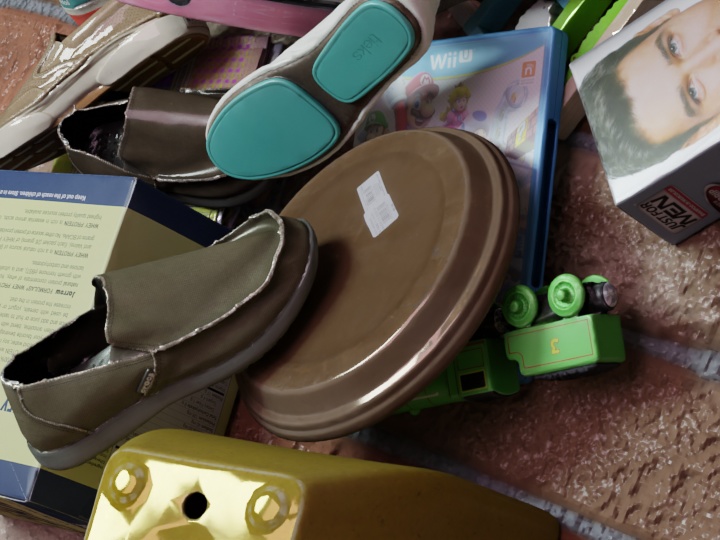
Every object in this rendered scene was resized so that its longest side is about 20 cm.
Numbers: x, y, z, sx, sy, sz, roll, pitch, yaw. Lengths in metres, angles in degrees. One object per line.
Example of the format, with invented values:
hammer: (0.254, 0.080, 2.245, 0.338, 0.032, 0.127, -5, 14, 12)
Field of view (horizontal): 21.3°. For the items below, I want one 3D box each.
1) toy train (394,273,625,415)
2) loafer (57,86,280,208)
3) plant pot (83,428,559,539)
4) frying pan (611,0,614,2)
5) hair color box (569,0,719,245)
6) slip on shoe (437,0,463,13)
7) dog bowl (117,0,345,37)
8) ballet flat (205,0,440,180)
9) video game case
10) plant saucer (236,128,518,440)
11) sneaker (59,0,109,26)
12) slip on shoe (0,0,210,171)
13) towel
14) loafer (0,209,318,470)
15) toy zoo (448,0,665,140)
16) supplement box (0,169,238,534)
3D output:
toy train: (0.056, 0.045, 1.039, 0.199, 0.042, 0.057, -15, 79, 38)
loafer: (-0.122, -0.082, 1.229, 0.199, 0.071, 0.073, -8, 64, 40)
plant pot: (-0.043, 0.176, 0.947, 0.193, 0.200, 0.197, 6, 73, 31)
frying pan: (0.203, -0.216, 1.072, 0.189, 0.031, 0.116, -6, 65, 36)
hair color box: (0.213, -0.110, 0.985, 0.200, 0.061, 0.099, -33, 51, 26)
slip on shoe: (0.083, -0.186, 1.083, 0.200, 0.076, 0.061, -34, 68, 32)
dog bowl: (-0.070, -0.192, 1.193, 0.200, 0.199, 0.074, 19, 104, 45)
ballet flat: (-0.016, -0.115, 1.109, 0.200, 0.069, 0.070, -36, 47, 46)
video game case: (0.048, -0.036, 1.105, 0.143, 0.018, 0.201, -2, 76, 42)
plant saucer: (0.000, 0.000, 1.053, 0.200, 0.029, 0.201, -31, 37, 27)
sneaker: (-0.145, -0.252, 1.340, 0.070, 0.093, 0.200, 22, 76, 45)
slip on shoe: (-0.194, -0.132, 1.307, 0.199, 0.076, 0.061, -33, 79, 22)
towel: (-0.137, -0.090, 1.315, 0.199, 0.023, 0.145, 3, 73, 43)
loafer: (-0.111, 0.030, 1.037, 0.200, 0.070, 0.075, -37, 35, 3)
toy zoo: (0.106, -0.187, 1.131, 0.131, 0.020, 0.200, -53, 44, 22)
supplement box: (-0.188, 0.055, 1.207, 0.199, 0.134, 0.201, 5, 73, 43)
